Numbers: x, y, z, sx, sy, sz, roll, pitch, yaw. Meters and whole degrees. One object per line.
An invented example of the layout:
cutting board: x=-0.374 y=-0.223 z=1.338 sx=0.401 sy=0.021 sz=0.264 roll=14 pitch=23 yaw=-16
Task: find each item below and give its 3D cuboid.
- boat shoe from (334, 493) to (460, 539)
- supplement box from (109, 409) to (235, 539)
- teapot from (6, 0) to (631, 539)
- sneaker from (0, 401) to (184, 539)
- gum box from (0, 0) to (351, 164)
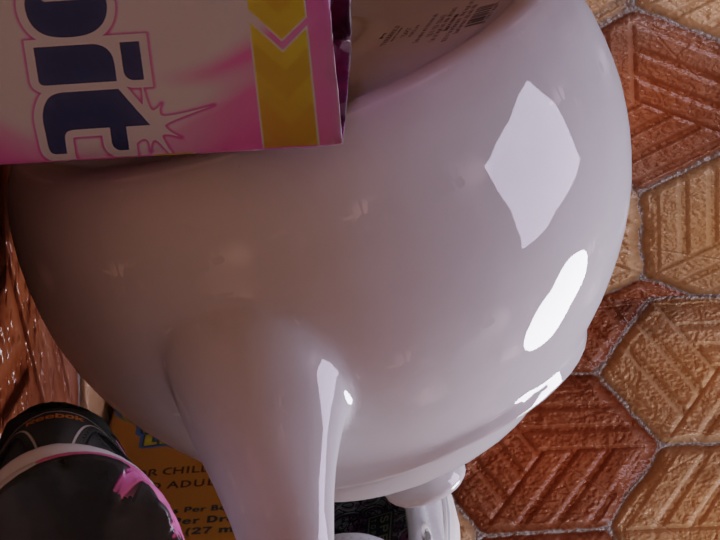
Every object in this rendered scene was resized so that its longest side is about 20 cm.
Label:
boat shoe: x=0.002 y=0.114 z=0.981 sx=0.200 sy=0.072 sz=0.069 roll=-81 pitch=149 yaw=-52
supplement box: x=-0.057 y=0.087 z=1.050 sx=0.200 sy=0.066 sz=0.069 roll=-86 pitch=170 yaw=-60
teapot: x=0.000 y=0.000 z=0.885 sx=0.197 sy=0.200 sz=0.146 roll=21 pitch=-45 yaw=62
sneaker: x=-0.069 y=0.126 z=0.827 sx=0.086 sy=0.080 sz=0.200 roll=-109 pitch=-161 yaw=-66
gum box: x=-0.067 y=-0.130 z=0.740 sx=0.066 sy=0.113 sz=0.200 roll=-86 pitch=171 yaw=-59
